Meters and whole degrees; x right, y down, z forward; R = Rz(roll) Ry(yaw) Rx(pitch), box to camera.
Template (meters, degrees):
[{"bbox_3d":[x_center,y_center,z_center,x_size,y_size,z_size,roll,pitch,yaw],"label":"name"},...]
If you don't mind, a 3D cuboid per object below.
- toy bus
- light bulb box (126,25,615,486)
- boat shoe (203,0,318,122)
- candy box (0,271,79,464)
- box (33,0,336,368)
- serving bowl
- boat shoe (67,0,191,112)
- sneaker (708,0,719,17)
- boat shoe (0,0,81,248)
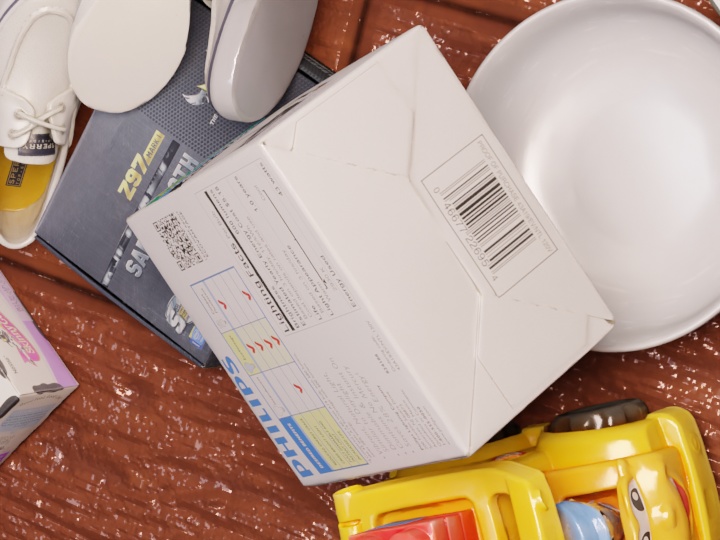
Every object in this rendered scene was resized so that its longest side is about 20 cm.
[{"bbox_3d":[0.082,0.152,1.157,0.199,0.192,0.137,-13,85,26],"label":"toy bus"},{"bbox_3d":[0.000,0.000,1.153,0.199,0.125,0.200,57,153,-7],"label":"light bulb box"},{"bbox_3d":[-0.066,-0.181,1.254,0.065,0.072,0.201,5,70,25],"label":"boat shoe"},{"bbox_3d":[-0.315,0.078,1.430,0.200,0.071,0.168,-43,73,23],"label":"candy box"},{"bbox_3d":[-0.101,-0.063,1.322,0.157,0.051,0.201,37,107,22],"label":"box"},{"bbox_3d":[0.151,-0.055,1.180,0.199,0.066,0.201,1,92,27],"label":"serving bowl"},{"bbox_3d":[-0.136,-0.188,1.259,0.072,0.069,0.201,5,132,-9],"label":"boat shoe"},{"bbox_3d":[0.219,-0.208,1.125,0.121,0.084,0.200,-44,80,27],"label":"sneaker"},{"bbox_3d":[-0.209,-0.098,1.328,0.070,0.071,0.201,-111,33,-43],"label":"boat shoe"}]
